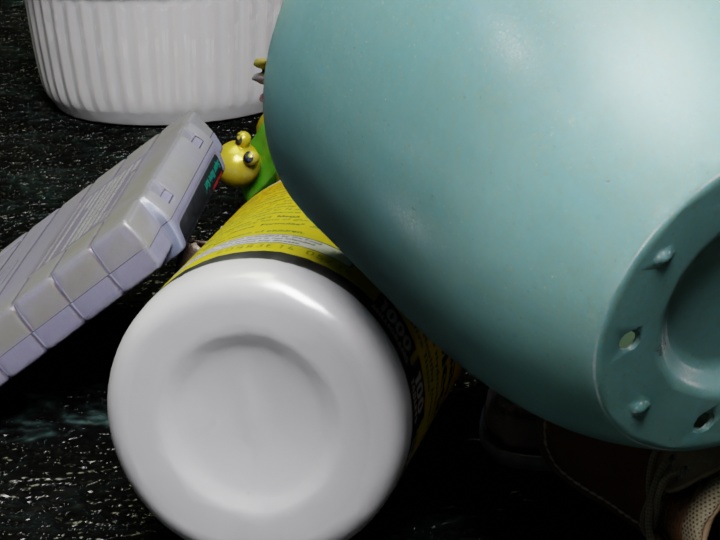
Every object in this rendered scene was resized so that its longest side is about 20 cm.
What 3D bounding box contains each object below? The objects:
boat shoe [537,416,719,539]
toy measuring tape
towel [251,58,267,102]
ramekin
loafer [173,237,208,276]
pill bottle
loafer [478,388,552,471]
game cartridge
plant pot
[{"bbox_3d":[0.130,0.074,0.880,0.071,0.076,0.199,-19,22,-38],"label":"boat shoe"},{"bbox_3d":[0.012,-0.080,1.399,0.199,0.074,0.073,-13,20,-27],"label":"toy measuring tape"},{"bbox_3d":[0.069,-0.055,1.020,0.143,0.023,0.199,-5,-19,42],"label":"towel"},{"bbox_3d":[-0.120,-0.162,1.640,0.198,0.106,0.200,-3,16,1],"label":"ramekin"},{"bbox_3d":[0.000,0.000,1.142,0.199,0.072,0.073,-15,21,-36],"label":"loafer"},{"bbox_3d":[-0.017,0.025,0.988,0.111,0.113,0.200,2,18,13],"label":"pill bottle"},{"bbox_3d":[0.098,0.024,1.062,0.071,0.064,0.200,6,18,23],"label":"loafer"},{"bbox_3d":[-0.124,-0.004,1.132,0.129,0.039,0.200,-31,12,13],"label":"game cartridge"},{"bbox_3d":[0.090,-0.039,0.842,0.199,0.202,0.161,-11,41,-26],"label":"plant pot"}]
